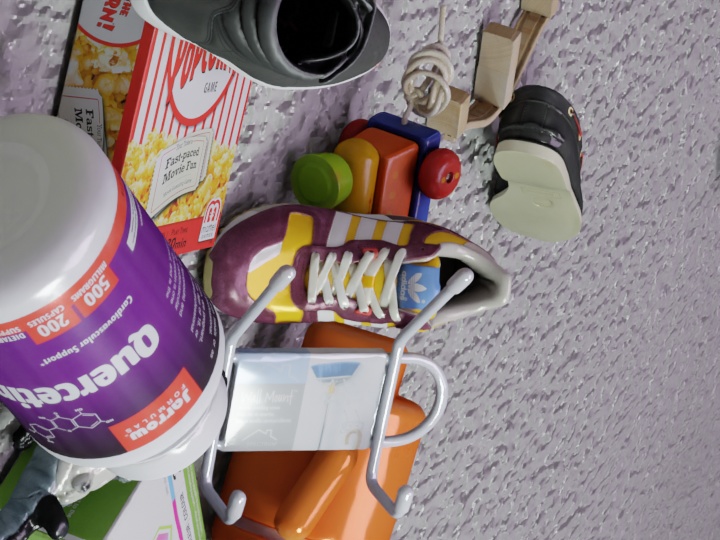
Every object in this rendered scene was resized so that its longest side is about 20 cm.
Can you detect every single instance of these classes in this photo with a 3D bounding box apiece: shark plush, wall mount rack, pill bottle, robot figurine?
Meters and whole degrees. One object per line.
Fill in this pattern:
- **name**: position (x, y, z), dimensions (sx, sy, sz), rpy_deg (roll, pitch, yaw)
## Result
- **shark plush**: position (-0.147, 0.089, 1.586), dimensions (0.091, 0.083, 0.200), rpy_deg (47, 55, -41)
- **wall mount rack**: position (-0.018, 0.064, 1.772), dimensions (0.200, 0.075, 0.174), rpy_deg (0, 114, -27)
- **pill bottle**: position (-0.136, 0.021, 1.441), dimensions (0.113, 0.112, 0.200), rpy_deg (-64, 147, -23)
- **robot figurine**: position (-0.029, 0.134, 1.919), dimensions (0.116, 0.144, 0.200), rpy_deg (16, 92, -35)

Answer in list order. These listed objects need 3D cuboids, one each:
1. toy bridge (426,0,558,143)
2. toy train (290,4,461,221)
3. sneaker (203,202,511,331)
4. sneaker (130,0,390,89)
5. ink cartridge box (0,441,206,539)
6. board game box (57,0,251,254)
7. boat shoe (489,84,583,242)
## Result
- **toy bridge**: position (0.099, -0.148, 2.176), dimensions (0.200, 0.027, 0.067), rpy_deg (-52, 156, -47)
- **toy train**: position (0.001, -0.069, 1.898), dimensions (0.116, 0.085, 0.200), rpy_deg (-15, 120, -51)
- **sneaker**: position (0.000, 0.000, 1.815), dimensions (0.200, 0.090, 0.075), rpy_deg (-5, 105, -38)
- **sneaker**: position (-0.022, -0.121, 1.520), dimensions (0.200, 0.099, 0.071), rpy_deg (15, 97, -55)
- **ink cartridge box**: position (-0.164, 0.184, 1.628), dimensions (0.148, 0.076, 0.200), rpy_deg (84, 28, -50)
- **board game box**: position (-0.105, -0.106, 1.582), dimensions (0.151, 0.046, 0.200), rpy_deg (-19, 124, -68)
- **boat shoe**: position (0.138, -0.077, 2.277), dimensions (0.201, 0.074, 0.063), rpy_deg (77, 26, -68)
